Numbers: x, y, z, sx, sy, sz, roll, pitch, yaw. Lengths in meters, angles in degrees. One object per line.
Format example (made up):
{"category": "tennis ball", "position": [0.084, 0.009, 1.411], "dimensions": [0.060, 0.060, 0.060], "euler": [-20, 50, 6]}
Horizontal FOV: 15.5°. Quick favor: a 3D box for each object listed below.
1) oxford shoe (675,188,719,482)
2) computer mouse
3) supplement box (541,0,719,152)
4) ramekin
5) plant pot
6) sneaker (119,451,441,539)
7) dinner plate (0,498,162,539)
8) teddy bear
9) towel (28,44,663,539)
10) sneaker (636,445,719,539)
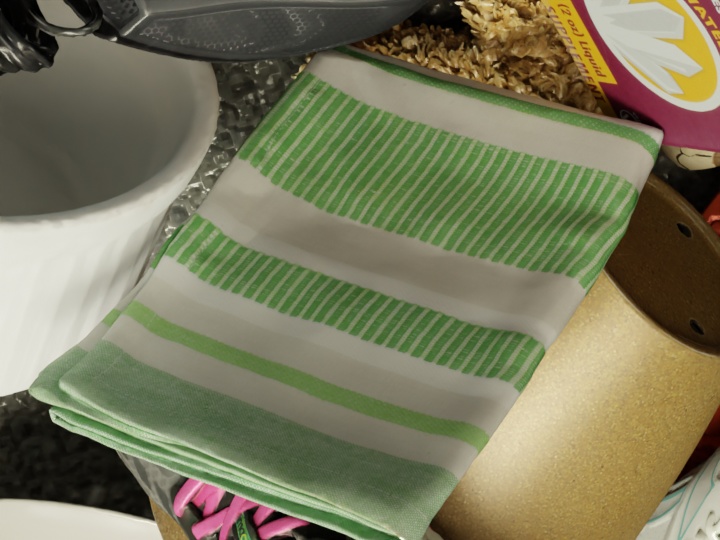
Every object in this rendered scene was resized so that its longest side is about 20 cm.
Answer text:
{"category": "oxford shoe", "position": [0.148, 0.025, 1.092], "dimensions": [0.071, 0.073, 0.201], "euler": [27, 101, -2]}
{"category": "computer mouse", "position": [-0.059, -0.120, 0.972], "dimensions": [0.199, 0.139, 0.053], "euler": [-3, 147, -15]}
{"category": "supplement box", "position": [0.146, -0.102, 0.873], "dimensions": [0.086, 0.200, 0.111], "euler": [-42, 116, -19]}
{"category": "ramekin", "position": [-0.159, -0.045, 0.959], "dimensions": [0.200, 0.201, 0.098], "euler": [14, 127, -10]}
{"category": "plant pot", "position": [0.048, 0.050, 1.010], "dimensions": [0.186, 0.187, 0.200], "euler": [33, 124, -20]}
{"category": "sneaker", "position": [-0.023, 0.097, 0.906], "dimensions": [0.074, 0.087, 0.200], "euler": [-45, 79, 20]}
{"category": "dinner plate", "position": [-0.090, 0.145, 1.111], "dimensions": [0.199, 0.024, 0.200], "euler": [12, 154, 6]}
{"category": "teddy bear", "position": [0.071, -0.060, 1.029], "dimensions": [0.199, 0.067, 0.146], "euler": [6, 124, -5]}
{"category": "towel", "position": [0.000, 0.000, 0.907], "dimensions": [0.152, 0.200, 0.023], "euler": [17, 139, 26]}
{"category": "sneaker", "position": [0.144, 0.104, 1.025], "dimensions": [0.070, 0.080, 0.201], "euler": [38, 99, 5]}
